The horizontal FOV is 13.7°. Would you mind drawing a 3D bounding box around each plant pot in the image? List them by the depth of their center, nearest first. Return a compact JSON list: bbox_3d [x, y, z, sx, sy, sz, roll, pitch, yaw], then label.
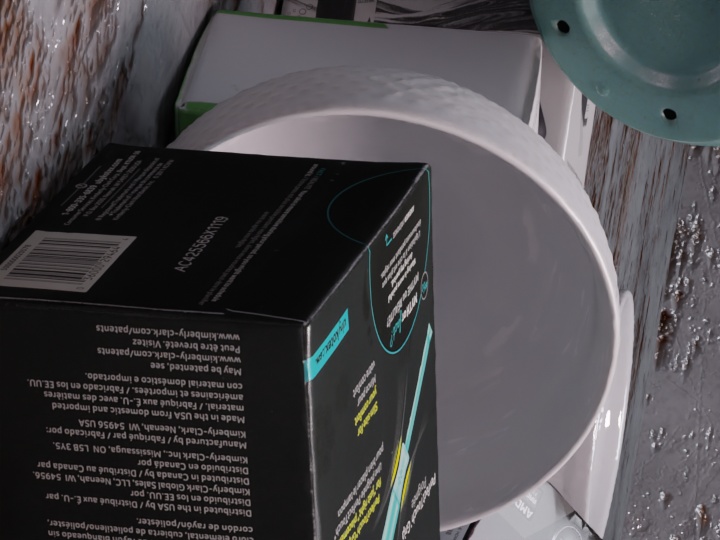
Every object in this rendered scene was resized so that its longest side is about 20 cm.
[{"bbox_3d":[0.160,-0.145,1.265,0.161,0.200,0.201,-47,148,-42],"label":"plant pot"}]

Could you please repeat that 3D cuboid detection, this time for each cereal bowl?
[{"bbox_3d":[0.003,0.004,1.179,0.083,0.199,0.201,-81,173,-59],"label":"cereal bowl"}]

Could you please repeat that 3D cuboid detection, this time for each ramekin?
[{"bbox_3d":[0.139,0.107,2.209,0.200,0.097,0.202,8,90,-80],"label":"ramekin"}]

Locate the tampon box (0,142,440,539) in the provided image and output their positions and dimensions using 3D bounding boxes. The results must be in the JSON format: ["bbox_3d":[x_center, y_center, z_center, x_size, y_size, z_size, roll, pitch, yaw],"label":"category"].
[{"bbox_3d":[-0.050,0.076,1.069,0.150,0.126,0.201,-53,145,-62],"label":"tampon box"}]

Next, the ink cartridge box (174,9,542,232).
[{"bbox_3d":[0.000,0.000,1.282,0.084,0.145,0.201,-76,170,-54],"label":"ink cartridge box"}]

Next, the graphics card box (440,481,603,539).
[{"bbox_3d":[0.038,0.185,1.244,0.125,0.051,0.201,47,60,-36],"label":"graphics card box"}]

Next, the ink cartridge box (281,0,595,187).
[{"bbox_3d":[0.037,-0.100,1.406,0.084,0.144,0.201,43,54,-77],"label":"ink cartridge box"}]
